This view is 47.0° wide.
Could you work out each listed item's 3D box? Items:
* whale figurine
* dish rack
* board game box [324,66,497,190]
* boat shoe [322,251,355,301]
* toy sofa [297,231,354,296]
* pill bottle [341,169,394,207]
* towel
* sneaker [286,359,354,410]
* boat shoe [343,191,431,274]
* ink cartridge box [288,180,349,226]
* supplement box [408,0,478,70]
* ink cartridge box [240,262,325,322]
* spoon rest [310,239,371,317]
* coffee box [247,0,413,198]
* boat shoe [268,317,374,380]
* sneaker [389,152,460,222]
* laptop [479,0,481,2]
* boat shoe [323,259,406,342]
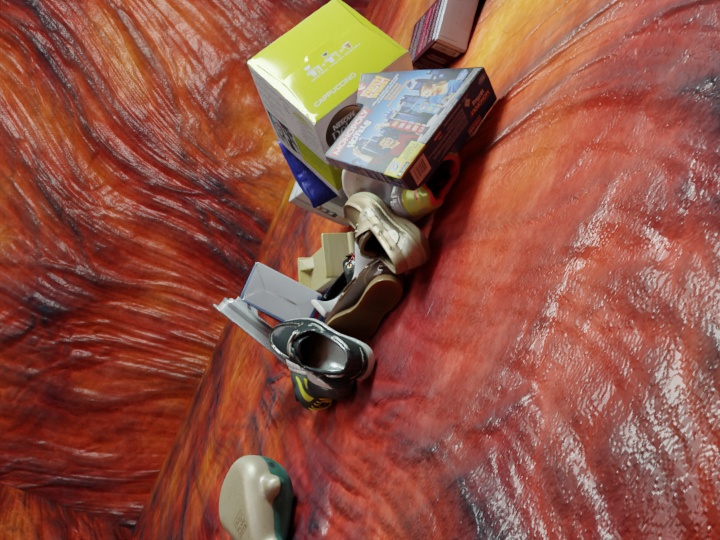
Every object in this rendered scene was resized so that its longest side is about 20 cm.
[{"bbox_3d":[-0.140,0.375,1.251,0.161,0.102,0.201,-62,38,22],"label":"whale figurine"},{"bbox_3d":[-0.176,0.115,1.543,0.044,0.199,0.172,-51,-6,-5],"label":"dish rack"},{"bbox_3d":[0.052,-0.202,1.145,0.198,0.062,0.201,22,68,43],"label":"board game box"},{"bbox_3d":[0.000,0.002,1.356,0.202,0.062,0.074,-56,13,35],"label":"boat shoe"},{"bbox_3d":[-0.050,-0.006,1.569,0.200,0.096,0.085,144,123,-67],"label":"toy sofa"},{"bbox_3d":[0.057,-0.181,1.279,0.111,0.110,0.201,-52,5,48],"label":"pill bottle"},{"bbox_3d":[-0.038,-0.224,1.538,0.198,0.149,0.050,-29,-2,-3],"label":"towel"},{"bbox_3d":[-0.057,0.181,1.292,0.199,0.073,0.086,-167,69,-68],"label":"sneaker"},{"bbox_3d":[0.020,-0.054,1.161,0.064,0.072,0.200,-31,32,-16],"label":"boat shoe"},{"bbox_3d":[-0.043,-0.187,1.669,0.148,0.143,0.200,-69,14,-6],"label":"ink cartridge box"},{"bbox_3d":[0.141,-0.422,1.496,0.200,0.060,0.111,165,121,-74],"label":"supplement box"},{"bbox_3d":[-0.126,0.063,1.506,0.077,0.135,0.200,-63,-10,-5],"label":"ink cartridge box"},{"bbox_3d":[0.005,-0.012,1.290,0.201,0.060,0.099,-52,57,10],"label":"spoon rest"},{"bbox_3d":[-0.036,-0.290,1.395,0.199,0.200,0.199,-38,-32,-11],"label":"coffee box"},{"bbox_3d":[-0.070,0.110,1.207,0.197,0.060,0.077,7,87,39],"label":"boat shoe"},{"bbox_3d":[0.114,-0.161,1.166,0.090,0.077,0.203,-11,57,57],"label":"sneaker"},{"bbox_3d":[0.201,-0.575,1.439,0.203,0.102,0.177,-68,12,-7],"label":"laptop"},{"bbox_3d":[0.006,0.046,1.230,0.200,0.070,0.071,-44,30,41],"label":"boat shoe"}]
